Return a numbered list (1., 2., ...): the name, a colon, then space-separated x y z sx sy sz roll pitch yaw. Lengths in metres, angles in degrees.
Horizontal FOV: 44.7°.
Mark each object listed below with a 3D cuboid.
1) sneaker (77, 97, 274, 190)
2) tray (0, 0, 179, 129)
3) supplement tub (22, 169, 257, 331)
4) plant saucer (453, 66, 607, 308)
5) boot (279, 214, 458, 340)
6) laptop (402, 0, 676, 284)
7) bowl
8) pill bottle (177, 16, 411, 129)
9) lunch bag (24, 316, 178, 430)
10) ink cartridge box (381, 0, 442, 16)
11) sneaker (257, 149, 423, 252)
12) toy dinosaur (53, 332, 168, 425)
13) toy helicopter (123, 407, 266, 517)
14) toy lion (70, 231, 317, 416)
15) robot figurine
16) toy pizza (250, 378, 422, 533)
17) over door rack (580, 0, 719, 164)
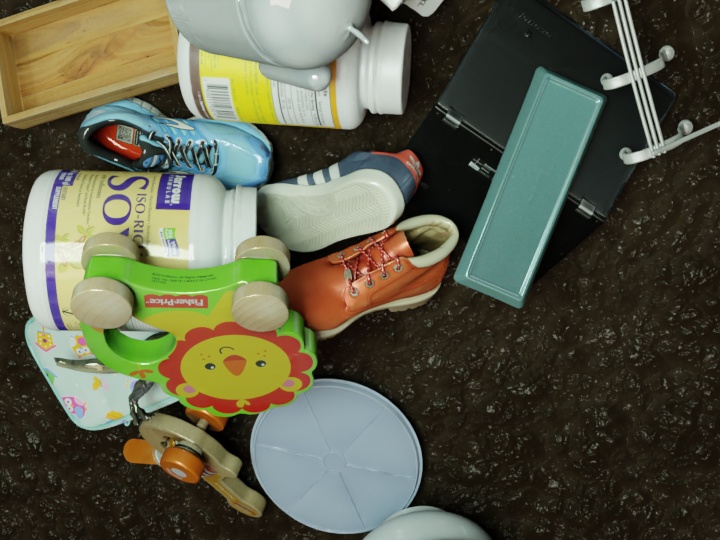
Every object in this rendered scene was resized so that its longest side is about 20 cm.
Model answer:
1. sneaker: -0.181 -0.111 0.849 0.196 0.090 0.080 11 115 5
2. tray: -0.256 -0.210 0.834 0.196 0.037 0.101 -12 86 16
3. supplement tub: -0.194 -0.017 0.808 0.196 0.146 0.148 0 114 -6
4. plant saucer: 0.150 -0.072 0.766 0.069 0.019 0.203 22 94 -4
5. boot: 0.000 0.000 0.808 0.076 0.197 0.108 63 153 19
6. laptop: 0.153 -0.120 0.828 0.186 0.117 0.200 33 143 -4
7. bowl: 0.069 0.328 0.972 0.197 0.091 0.204 -4 128 -5
8. pill bottle: -0.056 -0.186 0.784 0.196 0.110 0.111 5 114 8
9. lunch bag: -0.252 0.081 0.950 0.197 0.077 0.162 -21 108 18
10. ink cartridge box: 0.019 -0.316 0.707 0.199 0.126 0.129 40 114 -7
11. sneaker: -0.021 -0.073 0.845 0.198 0.085 0.076 -2 124 43
12. toy dinosaur: -0.205 0.102 0.884 0.197 0.047 0.090 -17 92 8
13. toy helicopter: -0.178 0.223 0.987 0.130 0.080 0.201 -4 138 35
14. toy lion: -0.134 0.059 0.749 0.196 0.069 0.194 2 137 -7
15. robot figurine: -0.070 -0.214 0.655 0.198 0.113 0.171 20 146 40
16. toy pizza: -0.027 0.208 0.987 0.196 0.032 0.204 3 112 8
17. over door rack: 0.296 -0.193 0.743 0.197 0.067 0.150 -20 105 3
